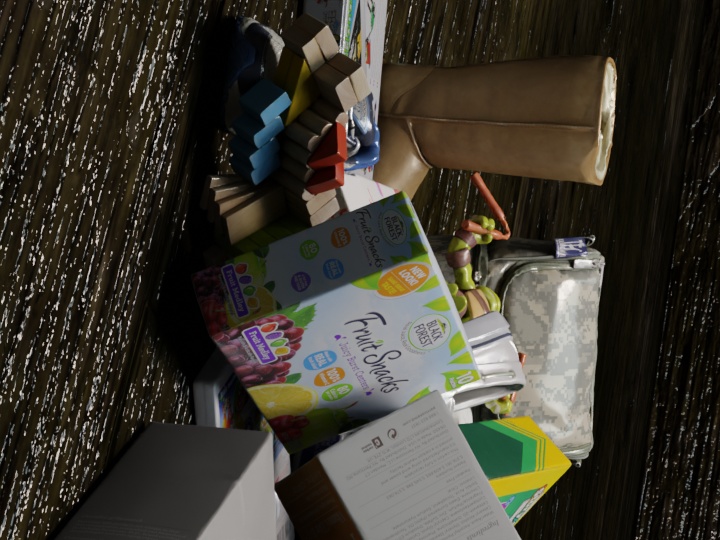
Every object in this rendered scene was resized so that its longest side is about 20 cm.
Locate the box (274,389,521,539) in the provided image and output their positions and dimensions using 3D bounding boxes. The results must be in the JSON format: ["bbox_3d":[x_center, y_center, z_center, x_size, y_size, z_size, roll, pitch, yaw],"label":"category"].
[{"bbox_3d":[0.042,0.197,1.482,0.200,0.097,0.124,61,-21,6],"label":"box"}]

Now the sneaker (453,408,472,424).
[{"bbox_3d":[0.045,0.114,1.761,0.200,0.076,0.081,3,79,-81],"label":"sneaker"}]

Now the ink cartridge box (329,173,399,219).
[{"bbox_3d":[0.000,0.000,1.613,0.200,0.067,0.117,15,53,-75],"label":"ink cartridge box"}]

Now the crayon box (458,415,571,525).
[{"bbox_3d":[0.046,0.198,1.678,0.200,0.058,0.173,-48,161,17],"label":"crayon box"}]

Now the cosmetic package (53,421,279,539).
[{"bbox_3d":[-0.113,0.173,1.280,0.200,0.090,0.107,-57,149,-67],"label":"cosmetic package"}]

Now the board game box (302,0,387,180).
[{"bbox_3d":[-0.013,-0.162,1.651,0.126,0.035,0.200,9,86,-76],"label":"board game box"}]

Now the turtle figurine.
[{"bbox_3d":[0.081,0.028,1.789,0.161,0.064,0.200,-30,115,-73],"label":"turtle figurine"}]

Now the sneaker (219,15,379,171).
[{"bbox_3d":[-0.033,-0.113,1.489,0.200,0.085,0.077,42,54,-71],"label":"sneaker"}]

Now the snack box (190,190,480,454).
[{"bbox_3d":[-0.011,0.037,1.437,0.200,0.142,0.053,63,5,-62],"label":"snack box"}]

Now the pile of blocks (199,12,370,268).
[{"bbox_3d":[-0.045,-0.055,1.409,0.082,0.062,0.200,-9,121,-41],"label":"pile of blocks"}]

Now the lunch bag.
[{"bbox_3d":[0.121,0.066,1.934,0.139,0.168,0.200,-90,-179,-82],"label":"lunch bag"}]

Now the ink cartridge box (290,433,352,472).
[{"bbox_3d":[-0.003,0.133,1.777,0.200,0.043,0.197,67,31,-59],"label":"ink cartridge box"}]

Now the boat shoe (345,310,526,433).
[{"bbox_3d":[0.042,0.088,1.616,0.067,0.200,0.074,60,-33,10],"label":"boat shoe"}]

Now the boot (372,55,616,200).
[{"bbox_3d":[0.089,-0.082,1.737,0.066,0.200,0.175,3,92,-74],"label":"boot"}]

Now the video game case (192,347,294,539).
[{"bbox_3d":[-0.077,0.131,1.533,0.143,0.018,0.200,-58,149,-60],"label":"video game case"}]
